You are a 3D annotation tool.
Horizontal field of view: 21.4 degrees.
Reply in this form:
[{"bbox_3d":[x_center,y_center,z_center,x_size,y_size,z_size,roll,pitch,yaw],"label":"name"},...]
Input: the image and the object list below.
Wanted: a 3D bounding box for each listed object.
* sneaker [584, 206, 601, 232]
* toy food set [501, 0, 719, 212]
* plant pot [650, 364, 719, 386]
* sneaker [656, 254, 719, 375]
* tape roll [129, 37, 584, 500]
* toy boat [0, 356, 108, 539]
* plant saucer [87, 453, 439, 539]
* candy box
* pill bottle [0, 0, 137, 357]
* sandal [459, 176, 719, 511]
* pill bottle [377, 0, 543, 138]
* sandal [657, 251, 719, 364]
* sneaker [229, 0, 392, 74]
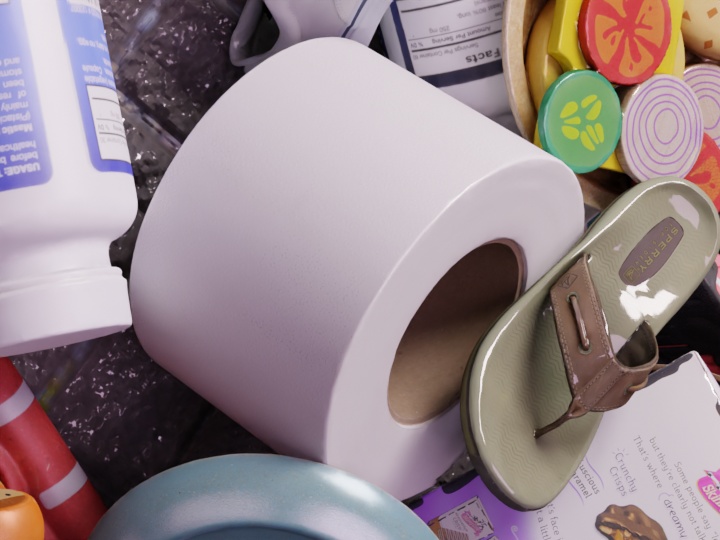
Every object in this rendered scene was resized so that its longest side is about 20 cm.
[{"bbox_3d":[0.147,-0.028,1.112,0.093,0.070,0.200,35,95,-19],"label":"sneaker"},{"bbox_3d":[0.158,-0.122,1.023,0.199,0.049,0.199,7,92,-36],"label":"toy food set"},{"bbox_3d":[0.192,0.169,1.113,0.188,0.186,0.200,-66,154,-6],"label":"plant pot"},{"bbox_3d":[0.217,0.020,1.142,0.200,0.073,0.087,46,53,-42],"label":"sneaker"},{"bbox_3d":[0.000,0.000,0.972,0.202,0.139,0.203,-38,147,-31],"label":"tape roll"},{"bbox_3d":[-0.194,0.117,0.934,0.130,0.131,0.201,-37,112,-20],"label":"toy boat"},{"bbox_3d":[-0.045,0.180,0.933,0.199,0.027,0.201,3,120,5],"label":"plant saucer"},{"bbox_3d":[0.129,0.165,0.984,0.199,0.168,0.072,-29,156,10],"label":"candy box"},{"bbox_3d":[-0.169,-0.063,0.914,0.111,0.112,0.201,-9,86,-27],"label":"pill bottle"},{"bbox_3d":[0.119,0.028,0.949,0.080,0.057,0.201,42,70,-16],"label":"sandal"},{"bbox_3d":[0.062,-0.147,1.053,0.111,0.111,0.201,-22,106,-24],"label":"pill bottle"},{"bbox_3d":[0.184,0.045,1.182,0.200,0.048,0.076,-28,111,-37],"label":"sandal"},{"bbox_3d":[-0.019,-0.161,0.975,0.070,0.200,0.073,-6,55,-22],"label":"sneaker"}]
